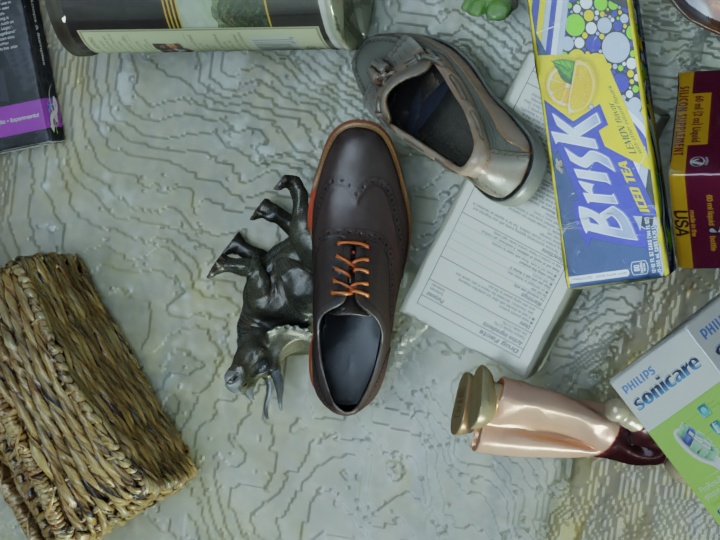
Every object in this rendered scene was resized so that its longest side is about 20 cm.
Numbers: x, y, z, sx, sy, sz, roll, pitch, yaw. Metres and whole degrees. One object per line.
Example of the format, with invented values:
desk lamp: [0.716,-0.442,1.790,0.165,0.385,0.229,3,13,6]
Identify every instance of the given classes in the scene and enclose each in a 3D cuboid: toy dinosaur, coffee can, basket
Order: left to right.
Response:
basket: [-0.236,0.106,1.661,0.149,0.143,0.200,-30,86,13]
coffee can: [-0.101,-0.221,1.602,0.200,0.146,0.147,0,94,13]
toy dinosaur: [-0.039,-0.005,1.650,0.102,0.077,0.200,39,97,-4]

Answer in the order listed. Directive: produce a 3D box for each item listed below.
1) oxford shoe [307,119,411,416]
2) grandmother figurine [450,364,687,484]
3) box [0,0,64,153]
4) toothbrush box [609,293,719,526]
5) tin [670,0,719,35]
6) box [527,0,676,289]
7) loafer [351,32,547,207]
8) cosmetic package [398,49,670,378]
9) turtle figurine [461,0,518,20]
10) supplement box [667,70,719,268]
oxford shoe: [0.000,0.000,1.576,0.071,0.073,0.200,0,100,-2]
grandmother figurine: [0.164,0.110,1.578,0.200,0.121,0.061,13,86,-11]
box: [-0.304,-0.179,1.713,0.143,0.036,0.200,-10,93,14]
toothbrush box: [0.282,0.104,1.520,0.200,0.146,0.086,53,135,4]
tin: [0.294,-0.194,1.561,0.200,0.042,0.112,28,104,10]
box: [0.156,-0.091,1.515,0.070,0.064,0.200,-8,92,12]
loafer: [0.047,-0.112,1.565,0.200,0.063,0.072,43,110,44]
cosmetic package: [0.119,-0.039,1.597,0.103,0.073,0.200,29,101,10]
turtle figurine: [0.122,-0.254,1.531,0.144,0.200,0.194,-11,117,-25]
supplement box: [0.304,-0.068,1.515,0.200,0.110,0.086,-1,132,13]
